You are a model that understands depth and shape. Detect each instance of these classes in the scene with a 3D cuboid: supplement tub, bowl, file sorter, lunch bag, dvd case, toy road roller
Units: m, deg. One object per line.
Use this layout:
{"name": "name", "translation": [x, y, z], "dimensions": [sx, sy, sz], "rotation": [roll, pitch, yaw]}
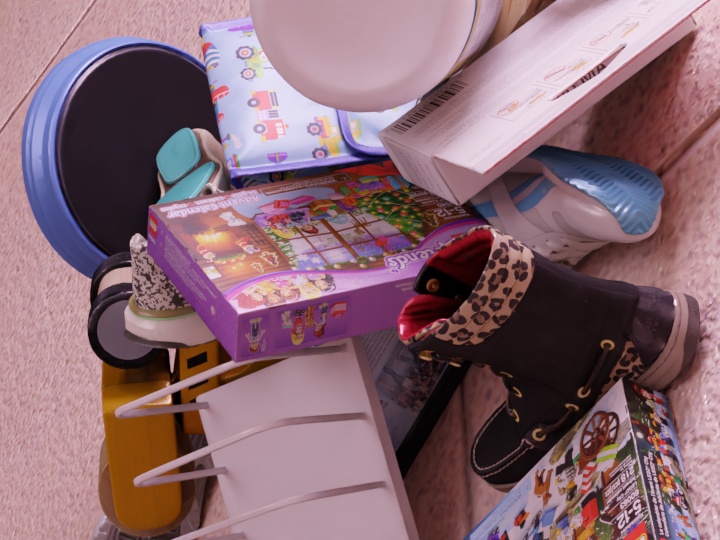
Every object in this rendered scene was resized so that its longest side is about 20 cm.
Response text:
{"name": "supplement tub", "translation": [0.016, -0.185, 1.520], "dimensions": [0.145, 0.144, 0.200], "rotation": [-60, -4, 15]}
{"name": "bowl", "translation": [-0.171, -0.086, 1.841], "dimensions": [0.039, 0.200, 0.202], "rotation": [-8, 62, 52]}
{"name": "file sorter", "translation": [-0.059, 0.159, 1.503], "dimensions": [0.138, 0.124, 0.201], "rotation": [-23, 78, 32]}
{"name": "lunch bag", "translation": [-0.006, -0.121, 1.728], "dimensions": [0.094, 0.199, 0.151], "rotation": [77, 178, -54]}
{"name": "dvd case", "translation": [-0.013, 0.071, 1.661], "dimensions": [0.200, 0.018, 0.143], "rotation": [38, 99, 46]}
{"name": "toy road roller", "translation": [-0.117, 0.080, 1.661], "dimensions": [0.123, 0.145, 0.201], "rotation": [-110, 18, -75]}

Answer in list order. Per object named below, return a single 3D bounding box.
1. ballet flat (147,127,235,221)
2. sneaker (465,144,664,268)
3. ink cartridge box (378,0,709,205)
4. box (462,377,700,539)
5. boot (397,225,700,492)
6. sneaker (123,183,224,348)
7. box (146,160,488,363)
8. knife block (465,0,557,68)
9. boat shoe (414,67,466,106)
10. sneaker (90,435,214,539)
{"name": "ballet flat", "translation": [-0.117, -0.053, 1.748], "dimensions": [0.070, 0.069, 0.200], "rotation": [-59, 13, 19]}
{"name": "sneaker", "translation": [0.129, -0.034, 1.494], "dimensions": [0.200, 0.076, 0.081], "rotation": [-159, 72, -64]}
{"name": "ink cartridge box", "translation": [0.127, -0.115, 1.468], "dimensions": [0.200, 0.045, 0.176], "rotation": [-37, 22, -10]}
{"name": "box", "translation": [0.118, 0.177, 1.367], "dimensions": [0.200, 0.038, 0.137], "rotation": [-50, 30, 34]}
{"name": "boot", "translation": [0.088, 0.053, 1.394], "dimensions": [0.200, 0.150, 0.074], "rotation": [-40, 36, 45]}
{"name": "sneaker", "translation": [-0.076, -0.021, 1.564], "dimensions": [0.077, 0.199, 0.089], "rotation": [23, 131, 44]}
{"name": "box", "translation": [-0.019, -0.011, 1.489], "dimensions": [0.137, 0.199, 0.039], "rotation": [47, 140, 46]}
{"name": "knife block", "translation": [0.125, -0.219, 1.649], "dimensions": [0.201, 0.064, 0.176], "rotation": [-59, 25, 19]}
{"name": "boat shoe", "translation": [0.069, -0.172, 1.680], "dimensions": [0.073, 0.061, 0.201], "rotation": [75, -146, -61]}
{"name": "sneaker", "translation": [-0.164, 0.172, 1.917], "dimensions": [0.201, 0.078, 0.099], "rotation": [-59, 17, 0]}
